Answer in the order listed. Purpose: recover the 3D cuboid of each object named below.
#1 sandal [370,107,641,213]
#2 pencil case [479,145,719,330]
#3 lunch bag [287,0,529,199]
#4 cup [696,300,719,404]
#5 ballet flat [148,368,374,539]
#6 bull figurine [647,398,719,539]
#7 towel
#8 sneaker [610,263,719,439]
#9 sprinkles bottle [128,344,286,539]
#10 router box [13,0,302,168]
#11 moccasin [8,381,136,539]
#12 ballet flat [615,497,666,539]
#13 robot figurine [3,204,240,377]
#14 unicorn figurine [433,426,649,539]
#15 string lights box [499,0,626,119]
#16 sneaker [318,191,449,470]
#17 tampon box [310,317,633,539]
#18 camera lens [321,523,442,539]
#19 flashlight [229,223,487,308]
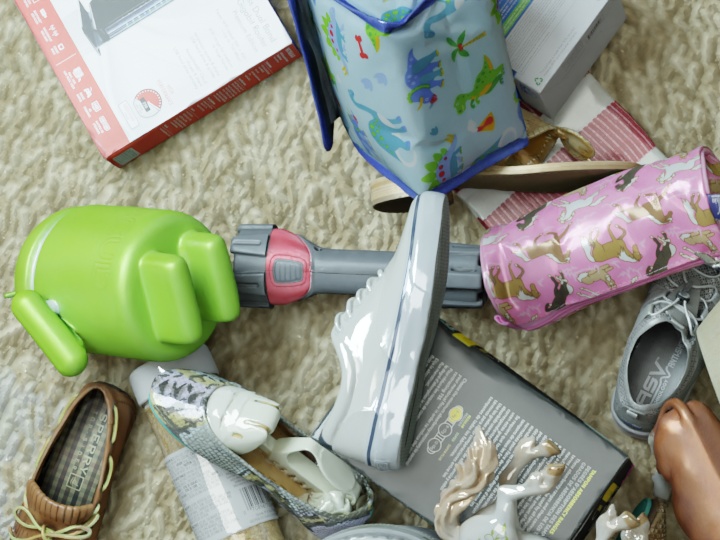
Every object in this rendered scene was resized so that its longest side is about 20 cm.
[{"bbox_3d":[0.108,-0.095,1.630,0.211,0.078,0.070,-7,78,12],"label":"sandal"},{"bbox_3d":[0.187,-0.021,1.587,0.200,0.087,0.083,-21,119,22],"label":"pencil case"},{"bbox_3d":[0.015,-0.172,1.587,0.127,0.170,0.200,-29,42,-18],"label":"lunch bag"},{"bbox_3d":[0.328,0.066,1.541,0.143,0.200,0.201,-21,80,12],"label":"cup"},{"bbox_3d":[-0.067,0.131,1.612,0.200,0.072,0.072,38,89,-15],"label":"ballet flat"},{"bbox_3d":[0.267,0.190,1.563,0.065,0.121,0.201,-17,79,-7],"label":"bull figurine"},{"bbox_3d":[0.129,-0.106,1.676,0.144,0.023,0.200,-43,80,1],"label":"towel"},{"bbox_3d":[0.249,0.033,1.609,0.075,0.082,0.201,19,86,10],"label":"sneaker"},{"bbox_3d":[-0.113,0.159,1.654,0.068,0.068,0.200,-24,80,5],"label":"sprinkles bottle"},{"bbox_3d":[-0.174,-0.215,1.720,0.179,0.049,0.200,-32,79,3],"label":"router box"},{"bbox_3d":[-0.232,0.184,1.663,0.073,0.078,0.202,26,87,11],"label":"moccasin"},{"bbox_3d":[0.189,0.265,1.597,0.065,0.071,0.200,33,102,2],"label":"ballet flat"},{"bbox_3d":[-0.185,0.008,1.639,0.200,0.175,0.116,4,117,41],"label":"robot figurine"},{"bbox_3d":[0.133,0.209,1.466,0.200,0.074,0.138,41,101,24],"label":"unicorn figurine"},{"bbox_3d":[0.095,-0.217,1.654,0.200,0.059,0.103,35,85,23],"label":"string lights box"},{"bbox_3d":[0.016,0.038,1.498,0.071,0.073,0.201,12,83,10],"label":"sneaker"},{"bbox_3d":[0.089,0.134,1.586,0.200,0.150,0.126,35,90,11],"label":"tampon box"},{"bbox_3d":[0.020,0.266,1.553,0.159,0.200,0.161,-1,83,9],"label":"camera lens"},{"bbox_3d":[0.000,0.000,1.657,0.199,0.068,0.068,2,54,9],"label":"flashlight"}]
